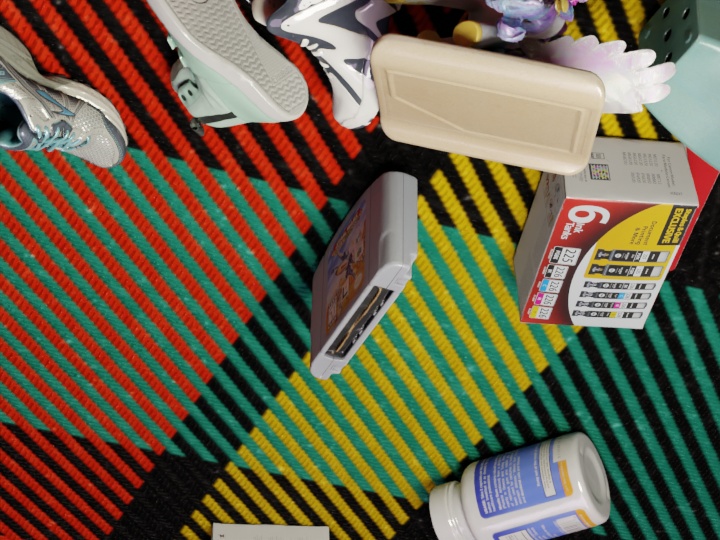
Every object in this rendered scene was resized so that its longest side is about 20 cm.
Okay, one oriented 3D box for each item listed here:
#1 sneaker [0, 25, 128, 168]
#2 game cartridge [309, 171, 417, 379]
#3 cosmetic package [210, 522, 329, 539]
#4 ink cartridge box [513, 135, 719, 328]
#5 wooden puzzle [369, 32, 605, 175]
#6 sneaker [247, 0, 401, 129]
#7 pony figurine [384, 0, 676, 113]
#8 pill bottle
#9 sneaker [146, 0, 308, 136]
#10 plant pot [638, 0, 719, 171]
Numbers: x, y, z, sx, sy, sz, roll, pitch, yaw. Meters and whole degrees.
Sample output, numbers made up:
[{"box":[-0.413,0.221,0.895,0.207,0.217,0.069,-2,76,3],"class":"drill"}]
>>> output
[{"box":[-0.290,-0.132,1.593,0.077,0.087,0.200,-29,136,32],"class":"sneaker"},{"box":[0.000,0.000,1.749,0.041,0.134,0.200,13,140,-20],"class":"game cartridge"},{"box":[-0.113,0.415,2.243,0.150,0.201,0.052,4,142,-8],"class":"cosmetic package"},{"box":[0.257,-0.034,1.761,0.174,0.084,0.201,3,143,-8],"class":"ink cartridge box"},{"box":[0.103,-0.138,1.464,0.184,0.038,0.200,12,166,5],"class":"wooden puzzle"},{"box":[-0.038,-0.206,1.517,0.129,0.080,0.200,5,143,-8],"class":"sneaker"},{"box":[0.142,-0.209,1.462,0.192,0.168,0.199,-3,179,35],"class":"pony figurine"},{"box":[0.187,0.271,2.144,0.199,0.113,0.112,-18,141,21],"class":"pill bottle"},{"box":[-0.148,-0.191,1.538,0.118,0.074,0.200,-9,134,44],"class":"sneaker"},{"box":[0.346,-0.165,1.553,0.199,0.142,0.141,20,138,-17],"class":"plant pot"}]
